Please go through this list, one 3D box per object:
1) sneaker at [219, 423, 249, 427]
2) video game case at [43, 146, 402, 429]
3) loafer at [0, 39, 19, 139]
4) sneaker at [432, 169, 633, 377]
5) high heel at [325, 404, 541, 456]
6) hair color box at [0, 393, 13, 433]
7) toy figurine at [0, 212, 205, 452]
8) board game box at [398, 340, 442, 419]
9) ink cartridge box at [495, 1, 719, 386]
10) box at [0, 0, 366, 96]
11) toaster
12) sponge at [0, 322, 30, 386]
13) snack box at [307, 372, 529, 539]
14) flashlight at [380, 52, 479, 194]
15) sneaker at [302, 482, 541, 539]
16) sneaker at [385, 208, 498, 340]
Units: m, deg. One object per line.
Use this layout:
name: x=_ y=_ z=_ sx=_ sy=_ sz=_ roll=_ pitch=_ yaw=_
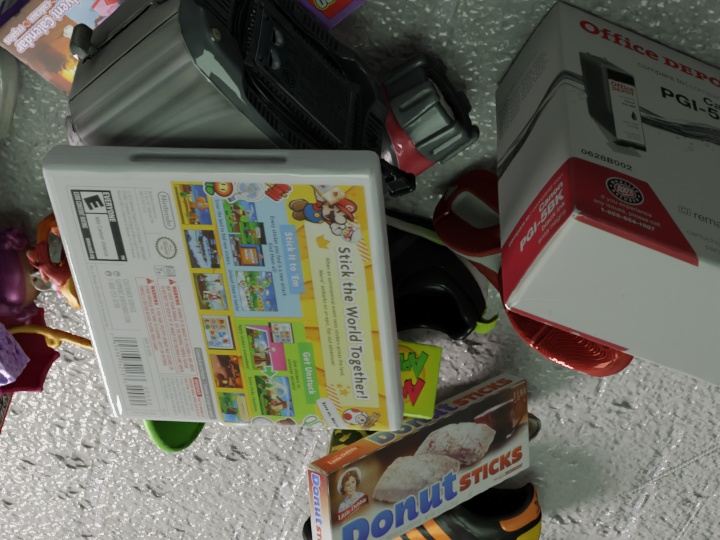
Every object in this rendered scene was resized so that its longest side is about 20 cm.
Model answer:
sneaker: x=-0.098 y=0.051 z=0.989 sx=0.078 sy=0.080 sz=0.200 roll=0 pitch=162 yaw=16
video game case: x=-0.072 y=0.014 z=0.871 sx=0.181 sy=0.023 sz=0.201 roll=2 pitch=132 yaw=9
loafer: x=-0.270 y=-0.073 z=0.991 sx=0.063 sy=0.072 sz=0.201 roll=-12 pitch=139 yaw=-36
sneaker: x=0.136 y=0.014 z=0.986 sx=0.078 sy=0.200 sz=0.115 roll=-45 pitch=132 yaw=10
high heel: x=0.053 y=0.138 z=1.114 sx=0.142 sy=0.200 sz=0.072 roll=-6 pitch=104 yaw=15
hair color box: x=-0.348 y=0.053 z=1.143 sx=0.101 sy=0.061 sz=0.201 roll=-5 pitch=134 yaw=12
toy figurine: x=-0.209 y=0.023 z=1.069 sx=0.183 sy=0.150 sz=0.201 roll=3 pitch=115 yaw=15
board game box: x=-0.007 y=0.069 z=1.053 sx=0.101 sy=0.048 sz=0.200 roll=9 pitch=177 yaw=-3
ink cartridge box: x=0.161 y=-0.050 z=0.893 sx=0.146 sy=0.201 sz=0.083 roll=19 pitch=131 yaw=-15
box: x=-0.107 y=-0.163 z=0.915 sx=0.200 sy=0.039 sz=0.137 roll=-33 pitch=125 yaw=32
toaster: x=-0.074 y=-0.089 z=0.884 sx=0.129 sy=0.114 sz=0.200 roll=-24 pitch=133 yaw=31
sponge: x=-0.328 y=0.052 z=1.047 sx=0.199 sy=0.030 sz=0.112 roll=-21 pitch=113 yaw=32
snack box: x=0.045 y=0.136 z=1.061 sx=0.024 sy=0.199 sz=0.072 roll=16 pitch=117 yaw=44
flashlight: x=-0.022 y=-0.059 z=0.973 sx=0.199 sy=0.068 sz=0.068 roll=-31 pitch=82 yaw=20
sneaker: x=0.052 y=0.200 z=1.262 sx=0.198 sy=0.070 sz=0.091 roll=4 pitch=121 yaw=0
sneaker: x=0.000 y=0.000 z=1.041 sx=0.198 sy=0.083 sz=0.072 roll=11 pitch=135 yaw=-5
